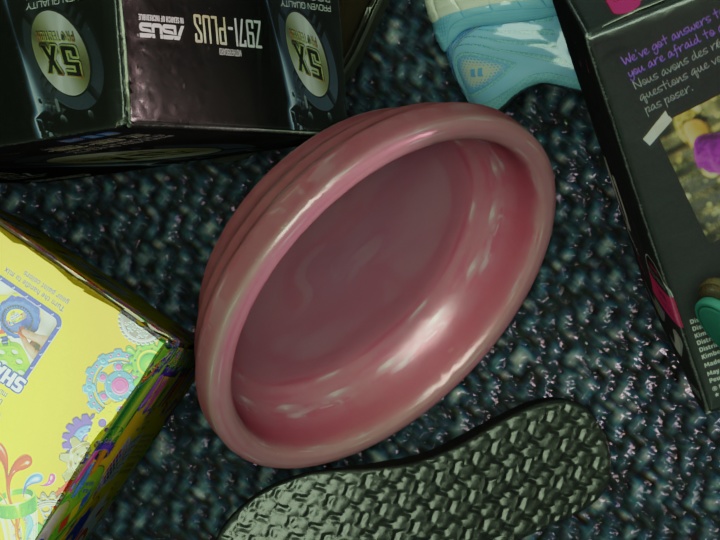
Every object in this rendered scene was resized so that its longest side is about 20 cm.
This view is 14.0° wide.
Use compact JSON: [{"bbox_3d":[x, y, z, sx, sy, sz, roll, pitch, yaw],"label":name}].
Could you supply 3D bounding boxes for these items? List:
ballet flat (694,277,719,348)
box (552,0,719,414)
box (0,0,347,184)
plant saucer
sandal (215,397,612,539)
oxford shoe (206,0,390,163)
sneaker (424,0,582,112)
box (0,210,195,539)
[{"bbox_3d":[0.235,0.062,1.284,0.072,0.068,0.200,-43,88,-12],"label":"ballet flat"},{"bbox_3d":[0.165,-0.058,1.334,0.106,0.122,0.201,-20,115,1],"label":"box"},{"bbox_3d":[-0.133,-0.092,1.325,0.199,0.163,0.087,-6,87,34],"label":"box"},{"bbox_3d":[0.000,0.000,1.353,0.201,0.201,0.051,-45,58,0],"label":"plant saucer"},{"bbox_3d":[0.025,0.119,1.411,0.199,0.048,0.076,-17,93,-12],"label":"sandal"},{"bbox_3d":[-0.026,-0.142,1.392,0.200,0.084,0.073,-54,44,0],"label":"oxford shoe"},{"bbox_3d":[0.135,-0.122,1.410,0.199,0.078,0.090,-11,104,6],"label":"sneaker"},{"bbox_3d":[-0.176,0.081,1.340,0.122,0.200,0.193,33,88,3],"label":"box"}]
